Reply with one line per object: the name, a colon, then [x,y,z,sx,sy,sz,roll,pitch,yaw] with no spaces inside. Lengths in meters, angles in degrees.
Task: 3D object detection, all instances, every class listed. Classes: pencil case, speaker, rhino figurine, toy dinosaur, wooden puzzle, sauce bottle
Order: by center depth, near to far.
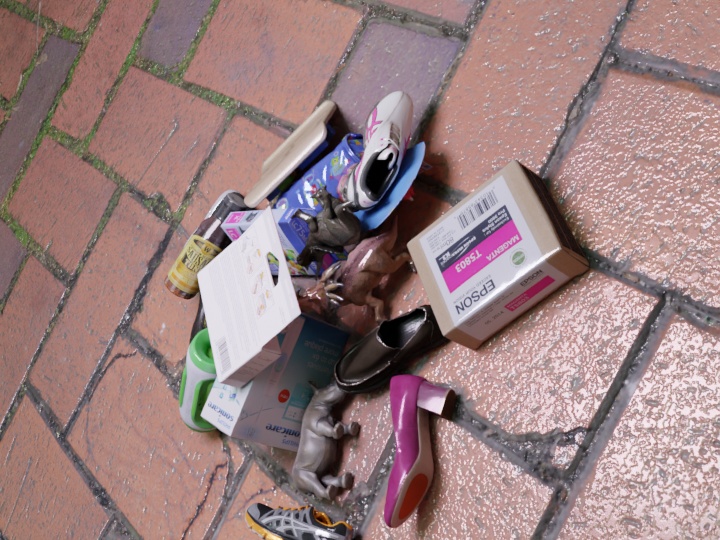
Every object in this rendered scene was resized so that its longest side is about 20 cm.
toy dinosaur: [0.000,0.000,1.315,0.086,0.135,0.200,31,89,47]
rhino figurine: [-0.052,0.232,1.323,0.087,0.060,0.200,-7,66,38]
toy dinosaur: [-0.036,-0.069,1.325,0.077,0.102,0.200,-50,12,-35]
speaker: [-0.238,0.176,1.441,0.200,0.088,0.089,110,150,-48]
pencil case: [-0.052,-0.139,1.456,0.200,0.078,0.087,-38,74,33]
wooden puzzle: [-0.106,-0.190,1.527,0.185,0.046,0.200,-42,16,18]
sauce bottle: [-0.262,-0.043,1.557,0.200,0.066,0.066,-56,44,20]

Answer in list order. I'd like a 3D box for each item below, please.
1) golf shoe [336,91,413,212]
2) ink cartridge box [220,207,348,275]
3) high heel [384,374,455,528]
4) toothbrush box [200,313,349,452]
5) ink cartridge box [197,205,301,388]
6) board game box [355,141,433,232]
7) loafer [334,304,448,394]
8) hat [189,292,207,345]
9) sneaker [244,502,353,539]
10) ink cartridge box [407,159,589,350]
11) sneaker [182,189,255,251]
golf shoe: [0.039,-0.176,1.342,0.092,0.073,0.200,-3,62,61]
ink cartridge box: [-0.122,-0.044,1.464,0.200,0.119,0.042,-2,45,41]
high heel: [0.053,0.237,1.215,0.096,0.067,0.200,11,65,35]
toothbrush box: [-0.126,0.155,1.363,0.085,0.146,0.200,22,87,46]
ink cartridge box: [-0.150,0.038,1.300,0.176,0.045,0.200,-39,49,26]
board game box: [0.041,-0.107,1.382,0.200,0.039,0.158,-16,42,60]
loafer: [0.035,0.101,1.278,0.200,0.071,0.073,-36,50,18]
hat: [-0.210,0.071,1.524,0.201,0.081,0.201,-41,38,42]
sneaker: [-0.085,0.367,1.292,0.200,0.078,0.077,15,69,42]
ink cartridge box: [0.175,-0.020,1.209,0.200,0.075,0.165,-39,49,23]
sneaker: [-0.249,-0.044,1.617,0.099,0.071,0.200,29,89,51]
